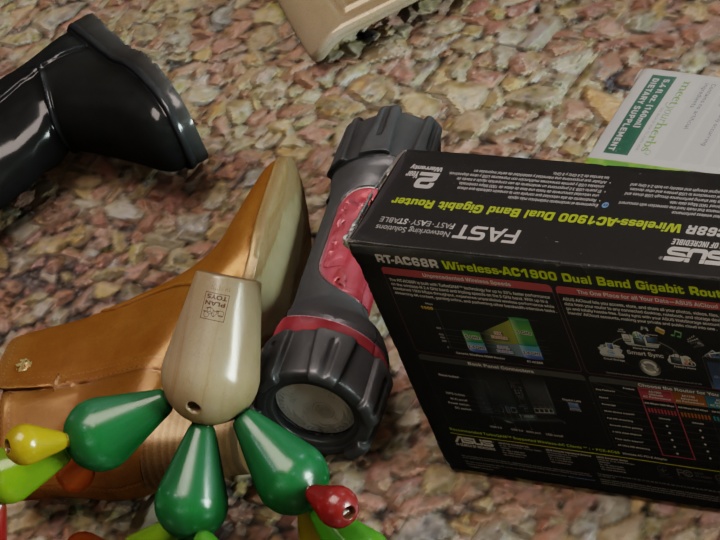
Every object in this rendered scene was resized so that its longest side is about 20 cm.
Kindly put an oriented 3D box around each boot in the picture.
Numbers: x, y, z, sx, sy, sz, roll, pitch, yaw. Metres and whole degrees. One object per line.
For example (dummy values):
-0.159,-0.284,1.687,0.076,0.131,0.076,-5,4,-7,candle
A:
-0.107,0.026,1.251,0.143,0.071,0.202,-4,50,20,boot
-0.199,-0.051,1.385,0.200,0.066,0.165,-33,32,-13,boot

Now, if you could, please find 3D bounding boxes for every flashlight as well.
0.000,0.000,1.231,0.067,0.068,0.201,15,49,5,flashlight

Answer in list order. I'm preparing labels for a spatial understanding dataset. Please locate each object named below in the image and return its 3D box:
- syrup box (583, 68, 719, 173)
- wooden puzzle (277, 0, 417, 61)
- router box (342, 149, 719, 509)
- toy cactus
0.209,-0.031,1.142,0.199,0.082,0.079,10,52,36,syrup box
0.034,-0.216,1.471,0.199,0.037,0.185,-30,40,2,wooden puzzle
0.109,0.027,1.078,0.199,0.150,0.062,6,49,32,router box
-0.081,0.083,1.128,0.199,0.102,0.166,10,91,24,toy cactus
